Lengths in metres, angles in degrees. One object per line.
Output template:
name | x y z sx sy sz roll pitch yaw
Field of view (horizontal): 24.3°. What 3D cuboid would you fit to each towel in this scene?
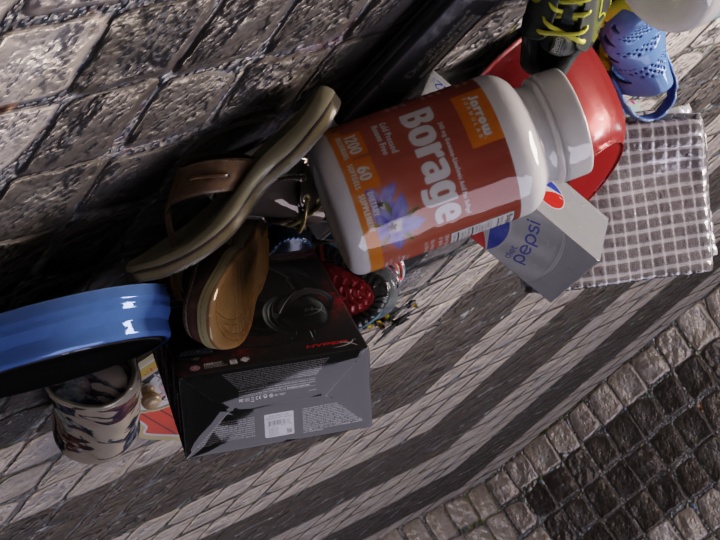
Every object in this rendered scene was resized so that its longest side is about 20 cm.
towel | 0.247 -0.068 1.624 0.199 0.167 0.086 -8 -175 -1

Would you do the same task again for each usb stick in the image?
usb stick | 0.050 -0.174 1.241 0.055 0.033 0.200 -4 148 -50

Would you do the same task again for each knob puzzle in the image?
knob puzzle | -0.133 0.113 1.599 0.218 0.031 0.220 -16 144 -12

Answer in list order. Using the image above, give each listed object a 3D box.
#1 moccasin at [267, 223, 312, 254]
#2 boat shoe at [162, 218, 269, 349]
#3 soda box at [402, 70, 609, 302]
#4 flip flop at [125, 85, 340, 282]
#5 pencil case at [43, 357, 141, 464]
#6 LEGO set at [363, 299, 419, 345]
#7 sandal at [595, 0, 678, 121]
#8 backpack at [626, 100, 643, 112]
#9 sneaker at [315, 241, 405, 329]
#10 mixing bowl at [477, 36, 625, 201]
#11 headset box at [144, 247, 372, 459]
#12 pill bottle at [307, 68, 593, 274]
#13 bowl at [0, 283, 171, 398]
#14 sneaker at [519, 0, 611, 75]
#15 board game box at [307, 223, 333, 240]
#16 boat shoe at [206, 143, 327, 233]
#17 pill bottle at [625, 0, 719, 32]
moccasin | -0.087 0.048 1.482 0.080 0.068 0.201 6 126 -27
boat shoe | -0.118 0.006 1.275 0.071 0.073 0.200 0 -157 6
soda box | 0.107 -0.068 1.367 0.063 0.200 0.068 -43 -166 35
flip flop | -0.098 -0.068 1.205 0.200 0.058 0.081 -45 -165 -2
pencil case | -0.233 0.108 1.438 0.078 0.089 0.200 -59 175 -21
LEGO set | -0.041 0.083 1.695 0.200 0.116 0.153 -43 163 30
sandal | 0.258 -0.197 1.524 0.079 0.087 0.200 -32 164 0
backpack | 0.246 -0.083 1.766 0.177 0.151 0.200 -30 160 -13
sneaker | 0.000 0.000 1.512 0.095 0.080 0.200 -19 -170 -19
mixing bowl | 0.160 -0.111 1.462 0.200 0.108 0.200 -41 161 -17
headset box | -0.087 0.057 1.333 0.148 0.200 0.078 -8 119 -12
pill bottle | 0.068 -0.080 1.258 0.199 0.113 0.112 -20 164 -6
bowl | -0.233 0.058 1.220 0.199 0.040 0.201 -16 173 -2
sneaker | 0.162 -0.206 1.234 0.074 0.085 0.200 12 161 1
board game box | 0.040 -0.076 1.528 0.126 0.035 0.200 -40 165 19
boat shoe | -0.044 -0.064 1.329 0.072 0.060 0.200 -41 164 30
pill bottle | 0.303 -0.270 1.334 0.199 0.111 0.111 -25 163 -30
